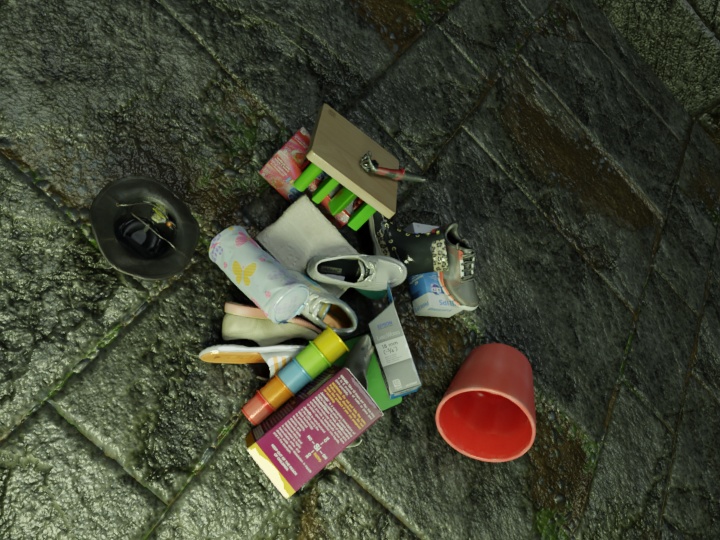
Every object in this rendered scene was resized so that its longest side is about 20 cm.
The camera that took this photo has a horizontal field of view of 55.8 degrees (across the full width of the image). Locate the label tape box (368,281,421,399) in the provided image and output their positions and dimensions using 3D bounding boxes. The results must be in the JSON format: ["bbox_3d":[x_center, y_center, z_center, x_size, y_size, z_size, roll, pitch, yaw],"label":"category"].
[{"bbox_3d":[0.054,0.137,1.297,0.063,0.144,0.200,-17,75,-3],"label":"label tape box"}]

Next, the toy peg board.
[{"bbox_3d":[-0.033,-0.193,1.335,0.200,0.098,0.199,35,34,-21],"label":"toy peg board"}]

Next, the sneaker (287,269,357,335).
[{"bbox_3d":[-0.092,0.056,1.263,0.200,0.081,0.077,27,89,-13],"label":"sneaker"}]

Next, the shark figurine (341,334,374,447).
[{"bbox_3d":[-0.033,0.226,1.252,0.089,0.128,0.215,12,76,-4],"label":"shark figurine"}]

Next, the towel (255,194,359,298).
[{"bbox_3d":[-0.090,-0.034,1.319,0.133,0.034,0.200,-44,103,-12],"label":"towel"}]

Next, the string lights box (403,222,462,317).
[{"bbox_3d":[0.157,0.000,1.514,0.103,0.059,0.200,7,64,-35],"label":"string lights box"}]

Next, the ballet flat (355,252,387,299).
[{"bbox_3d":[-0.022,-0.019,1.393,0.200,0.067,0.067,38,21,-14],"label":"ballet flat"}]

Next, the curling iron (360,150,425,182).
[{"bbox_3d":[0.071,-0.199,1.350,0.200,0.026,0.050,6,54,-48],"label":"curling iron"}]

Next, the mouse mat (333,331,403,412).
[{"bbox_3d":[-0.014,0.211,1.310,0.200,0.008,0.161,-14,76,-42],"label":"mouse mat"}]

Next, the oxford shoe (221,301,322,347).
[{"bbox_3d":[-0.161,0.109,1.228,0.200,0.071,0.074,16,86,-33],"label":"oxford shoe"}]

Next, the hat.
[{"bbox_3d":[-0.372,-0.058,1.136,0.201,0.081,0.201,26,48,-32],"label":"hat"}]

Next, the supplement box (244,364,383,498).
[{"bbox_3d":[-0.079,0.254,1.105,0.200,0.131,0.103,-39,92,-12],"label":"supplement box"}]

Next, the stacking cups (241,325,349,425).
[{"bbox_3d":[-0.113,0.177,1.143,0.200,0.061,0.061,-39,94,-7],"label":"stacking cups"}]

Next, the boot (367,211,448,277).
[{"bbox_3d":[0.097,-0.075,1.450,0.154,0.073,0.204,-10,76,1],"label":"boot"}]

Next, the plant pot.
[{"bbox_3d":[0.269,0.256,1.386,0.200,0.200,0.177,44,38,-10],"label":"plant pot"}]

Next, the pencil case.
[{"bbox_3d":[-0.178,0.005,1.194,0.200,0.083,0.091,40,19,24],"label":"pencil case"}]

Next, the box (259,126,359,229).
[{"bbox_3d":[-0.093,-0.179,1.395,0.200,0.095,0.100,43,47,-11],"label":"box"}]

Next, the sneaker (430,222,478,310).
[{"bbox_3d":[0.212,-0.012,1.465,0.077,0.082,0.200,-13,76,-41],"label":"sneaker"}]

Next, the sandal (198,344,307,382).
[{"bbox_3d":[-0.176,0.165,1.172,0.207,0.079,0.059,3,66,-26],"label":"sandal"}]

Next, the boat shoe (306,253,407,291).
[{"bbox_3d":[0.000,0.000,1.295,0.200,0.066,0.072,9,89,-17],"label":"boat shoe"}]
